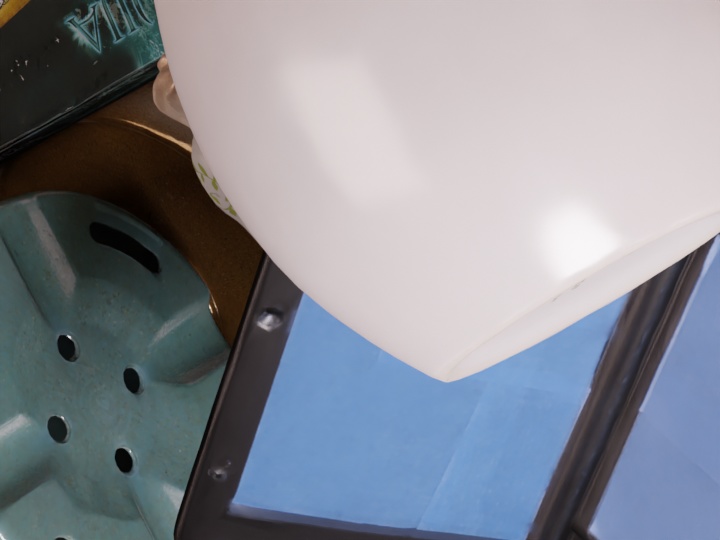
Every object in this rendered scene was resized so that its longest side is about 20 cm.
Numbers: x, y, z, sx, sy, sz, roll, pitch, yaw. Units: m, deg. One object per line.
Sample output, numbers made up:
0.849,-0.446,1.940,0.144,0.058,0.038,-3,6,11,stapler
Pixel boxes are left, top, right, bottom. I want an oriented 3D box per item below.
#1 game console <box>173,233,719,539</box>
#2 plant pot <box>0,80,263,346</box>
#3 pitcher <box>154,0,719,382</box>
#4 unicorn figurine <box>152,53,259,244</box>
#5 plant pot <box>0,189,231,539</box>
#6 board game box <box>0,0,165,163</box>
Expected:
0.062,0.049,0.722,0.172,0.119,0.200,45,132,32,game console
-0.072,0.008,0.974,0.200,0.027,0.200,20,128,28,plant pot
-0.003,-0.073,0.621,0.200,0.121,0.172,60,159,9,pitcher
0.000,0.000,0.858,0.137,0.074,0.200,-24,94,46,unicorn figurine
-0.154,0.070,0.928,0.196,0.200,0.200,-23,95,37,plant pot
-0.116,-0.117,0.904,0.200,0.028,0.135,-24,89,37,board game box
